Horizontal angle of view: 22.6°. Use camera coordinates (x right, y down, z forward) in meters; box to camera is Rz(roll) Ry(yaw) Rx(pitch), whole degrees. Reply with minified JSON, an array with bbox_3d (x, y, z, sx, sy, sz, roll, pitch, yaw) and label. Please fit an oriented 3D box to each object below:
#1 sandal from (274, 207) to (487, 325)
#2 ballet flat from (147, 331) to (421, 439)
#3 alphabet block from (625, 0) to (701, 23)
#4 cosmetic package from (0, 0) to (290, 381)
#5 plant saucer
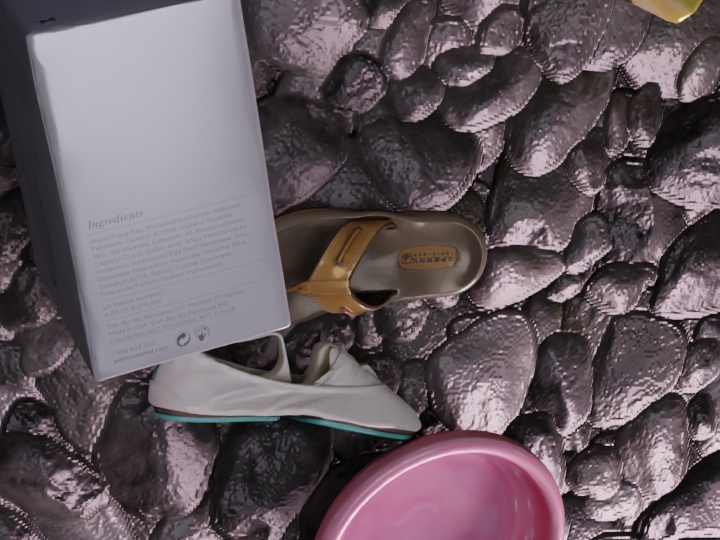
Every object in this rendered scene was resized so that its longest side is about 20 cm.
[{"bbox_3d":[0.000,0.000,1.212,0.198,0.054,0.081,-6,112,-20],"label":"sandal"},{"bbox_3d":[-0.045,0.075,1.222,0.198,0.069,0.070,7,107,-22],"label":"ballet flat"},{"bbox_3d":[0.140,-0.297,1.078,0.199,0.195,0.197,32,98,-29],"label":"alphabet block"},{"bbox_3d":[-0.135,-0.077,1.046,0.122,0.199,0.202,-16,115,-15],"label":"cosmetic package"},{"bbox_3d":[0.050,0.198,1.300,0.199,0.051,0.202,-10,119,-19],"label":"plant saucer"}]
